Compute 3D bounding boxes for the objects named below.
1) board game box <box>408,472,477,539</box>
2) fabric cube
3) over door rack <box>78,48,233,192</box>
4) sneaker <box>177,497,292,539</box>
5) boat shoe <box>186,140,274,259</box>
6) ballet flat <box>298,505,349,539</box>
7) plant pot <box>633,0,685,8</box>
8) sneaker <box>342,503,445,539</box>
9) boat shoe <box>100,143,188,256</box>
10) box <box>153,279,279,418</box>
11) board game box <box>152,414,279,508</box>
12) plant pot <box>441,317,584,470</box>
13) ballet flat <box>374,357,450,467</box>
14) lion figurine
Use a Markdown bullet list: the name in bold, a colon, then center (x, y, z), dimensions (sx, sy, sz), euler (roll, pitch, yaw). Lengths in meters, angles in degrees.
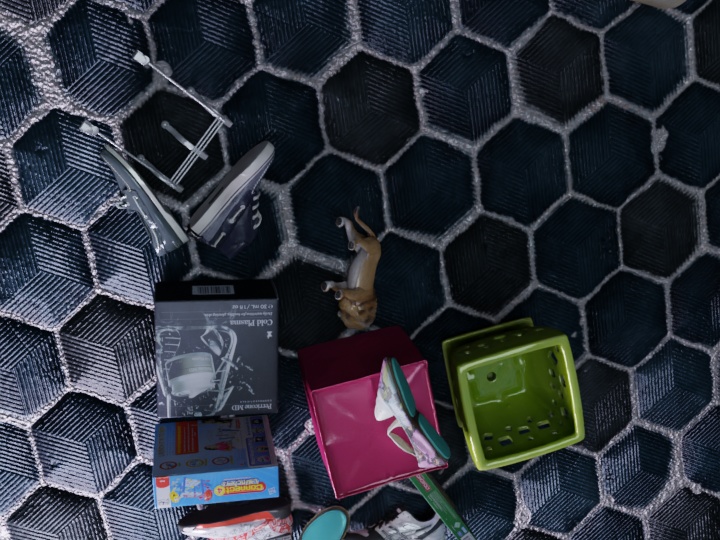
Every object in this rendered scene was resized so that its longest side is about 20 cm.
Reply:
- **board game box**: center (0.125, 0.387, 1.686), dimensions (0.029, 0.135, 0.200), euler (-36, 108, 0)
- **fabric cube**: center (0.017, 0.228, 1.593), dimensions (0.199, 0.199, 0.198), euler (-14, 104, -7)
- **over door rack**: center (-0.317, -0.233, 1.477), dimensions (0.200, 0.067, 0.148), euler (34, 95, -37)
- **sneaker**: center (-0.216, 0.473, 1.676), dimensions (0.200, 0.067, 0.109), euler (-7, 102, -12)
- **boat shoe**: center (-0.187, -0.111, 1.544), dimensions (0.093, 0.075, 0.200), euler (39, 101, -23)
- **ballet flat**: center (-0.085, 0.502, 1.711), dimensions (0.070, 0.071, 0.201), euler (32, 94, -16)
- **plant pot**: center (0.445, -0.509, 1.514), dimensions (0.182, 0.200, 0.202), euler (15, 101, -25)
- **sneaker**: center (0.058, 0.470, 1.735), dimensions (0.199, 0.076, 0.088), euler (2, 90, -16)
- **boat shoe**: center (-0.354, -0.109, 1.507), dimensions (0.062, 0.073, 0.200), euler (-38, 112, -4)
- **box**: center (-0.236, 0.125, 1.561), dimensions (0.198, 0.124, 0.198), euler (-2, 106, -10)
- **board game box**: center (-0.240, 0.310, 1.564), dimensions (0.194, 0.200, 0.056), euler (-3, 106, -9)
- **plant pot**: center (0.250, 0.198, 1.640), dimensions (0.199, 0.182, 0.200), euler (-15, 106, -7)
- **ballet flat**: center (0.066, 0.229, 1.472), dimensions (0.071, 0.069, 0.201), euler (-26, 108, 17)
- **lion figurine**: center (0.000, 0.000, 1.600), dimensions (0.122, 0.072, 0.201), euler (15, 95, -48)
